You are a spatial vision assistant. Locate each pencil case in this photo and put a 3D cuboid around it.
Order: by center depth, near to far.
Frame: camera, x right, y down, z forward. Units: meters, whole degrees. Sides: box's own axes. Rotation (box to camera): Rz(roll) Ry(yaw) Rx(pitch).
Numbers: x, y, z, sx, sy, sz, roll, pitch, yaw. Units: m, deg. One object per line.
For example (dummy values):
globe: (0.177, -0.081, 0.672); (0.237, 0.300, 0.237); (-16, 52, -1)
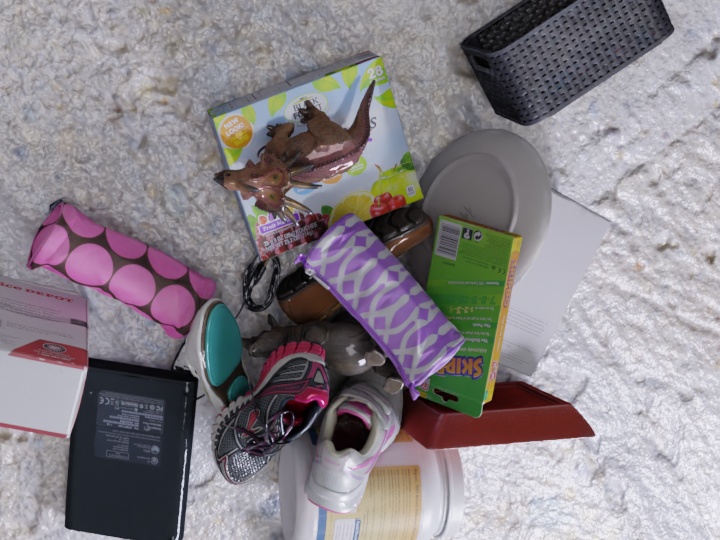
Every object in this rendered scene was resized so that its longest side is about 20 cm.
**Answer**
pencil case: (0.021, 0.032, 1.278); (0.085, 0.084, 0.200); (-39, 80, -26)
pencil case: (-0.260, 0.003, 1.313); (0.198, 0.093, 0.092); (30, 52, -19)

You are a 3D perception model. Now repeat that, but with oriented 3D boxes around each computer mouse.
computer mouse: (-0.154, 0.064, 1.383); (0.058, 0.034, 0.201); (36, 92, -8)

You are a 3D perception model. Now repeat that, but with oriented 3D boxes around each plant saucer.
plant saucer: (0.144, 0.162, 1.398); (0.196, 0.200, 0.037); (-3, 96, -13)

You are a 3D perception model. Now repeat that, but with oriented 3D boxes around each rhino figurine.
rhino figurine: (-0.044, 0.087, 1.341); (0.196, 0.088, 0.061); (6, 115, 7)

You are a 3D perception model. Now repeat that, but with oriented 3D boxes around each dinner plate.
dinner plate: (0.123, -0.062, 1.335); (0.024, 0.199, 0.202); (17, 102, -45)

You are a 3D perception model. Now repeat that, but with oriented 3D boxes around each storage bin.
storage bin: (0.226, -0.257, 1.333); (0.199, 0.135, 0.094); (-34, 110, -3)

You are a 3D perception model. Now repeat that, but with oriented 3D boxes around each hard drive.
hard drive: (-0.262, 0.208, 1.374); (0.137, 0.033, 0.203); (8, 104, 3)

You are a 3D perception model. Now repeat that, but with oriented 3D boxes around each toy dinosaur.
toy dinosaur: (-0.049, -0.114, 1.233); (0.198, 0.136, 0.087); (-31, 108, -4)

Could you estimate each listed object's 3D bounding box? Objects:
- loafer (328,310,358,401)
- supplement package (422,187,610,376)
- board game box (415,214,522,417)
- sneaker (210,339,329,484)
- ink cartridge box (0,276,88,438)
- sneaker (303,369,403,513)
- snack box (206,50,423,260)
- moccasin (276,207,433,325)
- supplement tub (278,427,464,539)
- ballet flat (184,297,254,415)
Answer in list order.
loafer: (-0.039, 0.117, 1.405); (0.200, 0.070, 0.070); (-45, 111, 1)
supplement package: (0.172, -0.006, 1.391); (0.120, 0.120, 0.202); (23, 99, -28)
board game box: (0.111, 0.049, 1.302); (0.030, 0.095, 0.203); (-7, 111, -56)
sneaker: (-0.099, 0.163, 1.286); (0.080, 0.075, 0.201); (13, 129, -28)
ink cartridge box: (-0.360, 0.083, 1.247); (0.145, 0.200, 0.084); (13, 105, -16)
sneaker: (0.002, 0.167, 1.332); (0.080, 0.201, 0.089); (18, 134, 5)
snack box: (-0.050, -0.128, 1.337); (0.197, 0.068, 0.171); (-21, 108, -9)
moccasin: (0.000, 0.001, 1.369); (0.200, 0.074, 0.078); (-37, 118, 10)
supplement tub: (0.010, 0.255, 1.415); (0.197, 0.145, 0.147); (0, 105, -13)
ballet flat: (-0.158, 0.108, 1.322); (0.069, 0.070, 0.202); (-23, 131, -7)
